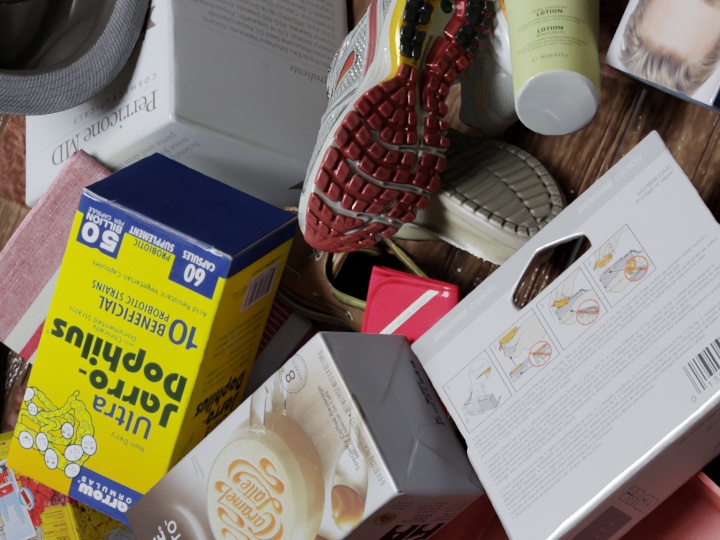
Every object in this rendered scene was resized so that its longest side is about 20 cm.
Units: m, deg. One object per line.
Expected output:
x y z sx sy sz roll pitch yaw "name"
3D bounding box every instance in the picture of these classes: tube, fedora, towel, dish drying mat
0.115 -0.164 1.590 0.052 0.058 0.200 -50 24 36 "tube"
-0.230 -0.190 1.723 0.090 0.177 0.200 142 130 -74 "fedora"
-0.146 0.030 1.737 0.144 0.200 0.023 -51 7 20 "towel"
0.018 0.102 1.575 0.077 0.018 0.200 14 97 42 "dish drying mat"

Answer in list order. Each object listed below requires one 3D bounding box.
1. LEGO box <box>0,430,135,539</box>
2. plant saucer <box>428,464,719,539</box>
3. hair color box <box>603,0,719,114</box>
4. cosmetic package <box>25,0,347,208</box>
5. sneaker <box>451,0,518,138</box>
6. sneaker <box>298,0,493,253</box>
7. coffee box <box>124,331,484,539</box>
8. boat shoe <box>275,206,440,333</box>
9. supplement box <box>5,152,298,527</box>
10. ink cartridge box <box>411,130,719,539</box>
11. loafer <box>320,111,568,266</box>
-0.230 0.187 1.825 0.200 0.077 0.149 -16 91 45 "LEGO box"
0.121 0.170 1.507 0.200 0.037 0.200 -59 41 12 "plant saucer"
0.229 -0.190 1.510 0.100 0.060 0.200 28 98 50 "hair color box"
-0.119 -0.139 1.802 0.165 0.165 0.200 -27 56 41 "cosmetic package"
0.066 -0.172 1.681 0.092 0.076 0.200 -47 44 32 "sneaker"
0.015 -0.098 1.608 0.082 0.078 0.200 -7 53 59 "sneaker"
-0.036 0.138 1.557 0.200 0.080 0.114 -44 60 32 "coffee box"
0.000 0.000 1.660 0.072 0.068 0.200 -43 50 -20 "boat shoe"
-0.132 0.045 1.657 0.109 0.110 0.200 24 113 14 "supplement box"
0.142 0.047 1.475 0.200 0.045 0.176 -42 46 16 "ink cartridge box"
0.055 -0.047 1.646 0.200 0.076 0.068 34 138 40 "loafer"
